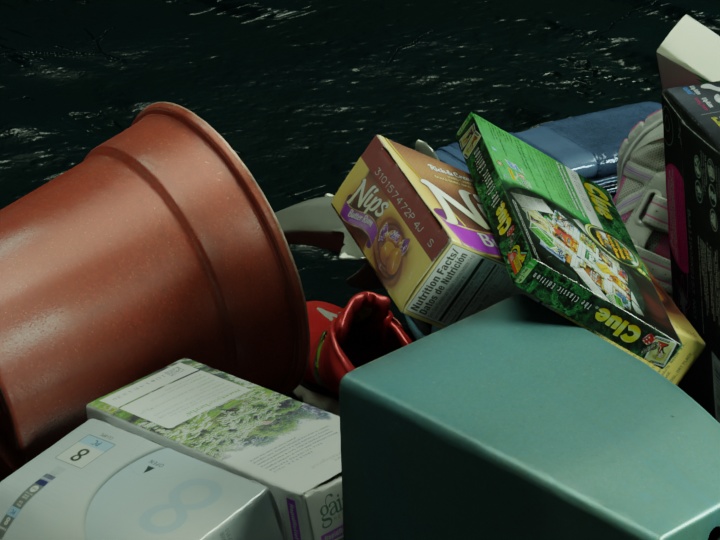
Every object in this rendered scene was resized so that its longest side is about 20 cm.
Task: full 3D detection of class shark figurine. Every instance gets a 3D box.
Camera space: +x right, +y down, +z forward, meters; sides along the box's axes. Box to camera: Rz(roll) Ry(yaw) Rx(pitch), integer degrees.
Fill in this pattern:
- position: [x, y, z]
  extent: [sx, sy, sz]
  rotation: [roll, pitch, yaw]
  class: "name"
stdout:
- position: [-0.019, -0.013, 1.877]
  extent: [0.214, 0.129, 0.090]
  rotation: [0, 20, 14]
  class: "shark figurine"

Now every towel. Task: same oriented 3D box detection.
- position: [0.149, -0.074, 2.105]
  extent: [0.199, 0.049, 0.112]
  rotation: [-14, 23, -18]
  class: "towel"

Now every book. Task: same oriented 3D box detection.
- position: [0.263, -0.077, 1.861]
  extent: [0.133, 0.200, 0.048]
  rotation: [35, 77, 23]
  class: "book"

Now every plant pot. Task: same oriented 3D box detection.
- position: [0.109, 0.125, 1.499]
  extent: [0.141, 0.142, 0.200]
  rotation: [-23, 33, -38]
  class: "plant pot"
- position: [-0.167, 0.025, 1.762]
  extent: [0.195, 0.201, 0.201]
  rotation: [-26, 28, -26]
  class: "plant pot"

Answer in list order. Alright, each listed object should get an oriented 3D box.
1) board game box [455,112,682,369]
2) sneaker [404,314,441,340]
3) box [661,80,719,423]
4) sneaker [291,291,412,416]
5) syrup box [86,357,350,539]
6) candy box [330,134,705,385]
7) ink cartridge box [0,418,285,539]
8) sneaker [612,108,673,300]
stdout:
- position: [0.115, -0.020, 1.625]
  extent: [0.105, 0.023, 0.200]
  rotation: [27, 19, -18]
  class: "board game box"
- position: [0.066, 0.027, 1.749]
  extent: [0.078, 0.090, 0.200]
  rotation: [-36, 10, -1]
  class: "sneaker"
- position: [0.254, -0.003, 1.693]
  extent: [0.114, 0.201, 0.132]
  rotation: [-10, 22, -8]
  class: "box"
- position: [0.003, 0.049, 1.780]
  extent: [0.077, 0.085, 0.200]
  rotation: [-12, 23, -18]
  class: "sneaker"
- position: [-0.061, 0.120, 1.624]
  extent: [0.079, 0.082, 0.200]
  rotation: [-25, 29, -36]
  class: "syrup box"
- position: [0.090, 0.002, 1.652]
  extent: [0.200, 0.057, 0.117]
  rotation: [23, 21, -34]
  class: "candy box"
- position: [-0.163, 0.164, 1.539]
  extent: [0.200, 0.047, 0.160]
  rotation: [-34, 33, -32]
  class: "ink cartridge box"
- position: [0.187, -0.017, 1.809]
  extent: [0.081, 0.200, 0.088]
  rotation: [17, 35, -17]
  class: "sneaker"
